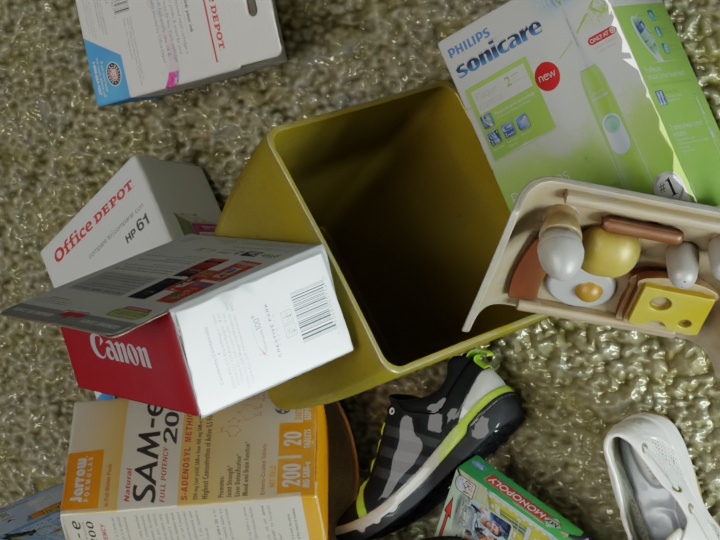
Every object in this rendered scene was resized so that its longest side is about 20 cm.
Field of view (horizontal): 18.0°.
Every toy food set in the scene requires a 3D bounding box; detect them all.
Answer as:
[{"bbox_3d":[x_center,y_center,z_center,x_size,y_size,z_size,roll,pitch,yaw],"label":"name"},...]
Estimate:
[{"bbox_3d":[0.184,0.014,1.595,0.199,0.061,0.144,11,141,-6],"label":"toy food set"}]

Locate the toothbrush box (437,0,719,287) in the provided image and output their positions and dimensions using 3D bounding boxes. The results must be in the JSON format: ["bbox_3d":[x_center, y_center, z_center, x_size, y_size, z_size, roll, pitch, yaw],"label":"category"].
[{"bbox_3d":[0.168,-0.109,1.653,0.145,0.086,0.200,-27,81,34],"label":"toothbrush box"}]

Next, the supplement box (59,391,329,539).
[{"bbox_3d":[-0.127,0.161,1.776,0.199,0.126,0.074,-5,132,4],"label":"supplement box"}]

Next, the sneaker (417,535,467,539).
[{"bbox_3d":[0.005,0.272,1.765,0.200,0.075,0.116,-4,118,18],"label":"sneaker"}]

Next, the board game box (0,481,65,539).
[{"bbox_3d":[-0.205,0.226,1.835,0.199,0.200,0.041,27,131,53],"label":"board game box"}]

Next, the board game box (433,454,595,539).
[{"bbox_3d":[0.109,0.259,1.766,0.134,0.029,0.200,34,127,27],"label":"board game box"}]

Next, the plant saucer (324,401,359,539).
[{"bbox_3d":[-0.074,0.155,1.894,0.200,0.035,0.201,7,102,34],"label":"plant saucer"}]

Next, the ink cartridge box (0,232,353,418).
[{"bbox_3d":[-0.136,0.043,1.630,0.200,0.175,0.084,6,115,58],"label":"ink cartridge box"}]

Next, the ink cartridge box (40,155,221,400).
[{"bbox_3d":[-0.168,0.026,1.881,0.145,0.085,0.200,-42,58,31],"label":"ink cartridge box"}]

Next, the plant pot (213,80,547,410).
[{"bbox_3d":[0.000,0.000,1.733,0.176,0.200,0.200,-39,75,47],"label":"plant pot"}]

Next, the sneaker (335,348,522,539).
[{"bbox_3d":[0.045,0.137,1.794,0.200,0.072,0.083,-44,72,22],"label":"sneaker"}]

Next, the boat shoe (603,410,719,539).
[{"bbox_3d":[0.229,0.204,1.672,0.071,0.069,0.200,-32,80,32],"label":"boat shoe"}]

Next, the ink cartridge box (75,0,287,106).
[{"bbox_3d":[-0.133,-0.211,1.855,0.200,0.068,0.115,-11,92,36],"label":"ink cartridge box"}]
